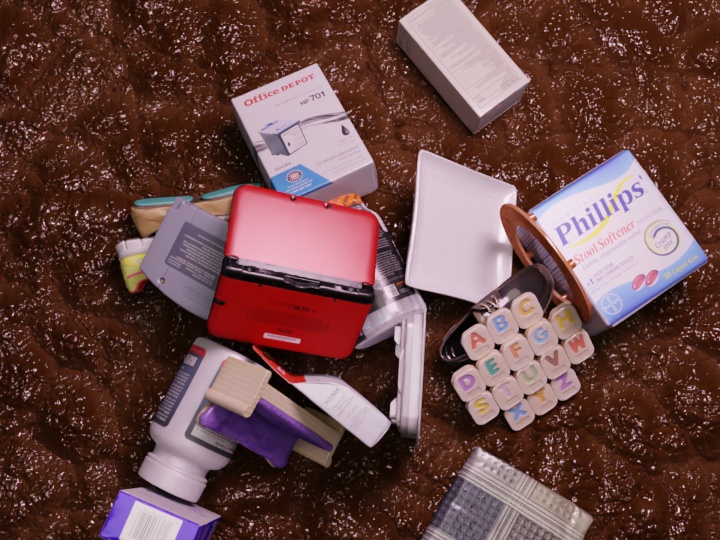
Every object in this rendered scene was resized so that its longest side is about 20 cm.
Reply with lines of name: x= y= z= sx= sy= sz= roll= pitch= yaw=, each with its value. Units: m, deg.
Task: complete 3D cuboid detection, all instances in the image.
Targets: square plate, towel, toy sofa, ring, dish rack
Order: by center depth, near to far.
toy sofa: x=-0.114 y=0.202 z=1.150 sx=0.083 sy=0.200 sz=0.098 roll=14 pitch=69 yaw=40
dish rack: x=0.064 y=0.145 z=1.173 sx=0.043 sy=0.200 sz=0.172 roll=4 pitch=77 yaw=4
ring: x=0.260 y=-0.013 z=1.213 sx=0.019 sy=0.200 sz=0.201 roll=-35 pitch=80 yaw=-4
towel: x=0.198 y=0.376 z=1.214 sx=0.200 sy=0.035 sz=0.193 roll=31 pitch=75 yaw=8
square plate: x=0.145 y=-0.053 z=1.266 sx=0.200 sy=0.028 sz=0.199 roll=16 pitch=74 yaw=-35

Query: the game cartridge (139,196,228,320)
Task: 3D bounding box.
game cartridge: x=-0.198 y=-0.001 z=1.194 sx=0.200 sy=0.042 sz=0.133 roll=28 pitch=95 yaw=14

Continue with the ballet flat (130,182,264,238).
ballet flat: x=-0.238 y=-0.087 z=1.296 sx=0.199 sy=0.069 sz=0.063 roll=-8 pitch=105 yaw=-1

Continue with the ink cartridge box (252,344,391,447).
ink cartridge box: x=-0.055 y=0.150 z=1.172 sx=0.200 sy=0.160 sz=0.047 roll=41 pitch=85 yaw=-2

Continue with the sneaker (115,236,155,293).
sneaker: x=-0.252 y=-0.006 z=1.268 sx=0.199 sy=0.078 sz=0.091 roll=-4 pitch=85 yaw=3

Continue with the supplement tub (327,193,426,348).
supplement tub: x=0.000 y=0.000 z=1.243 sx=0.122 sy=0.123 sz=0.200 roll=-25 pitch=80 yaw=-7

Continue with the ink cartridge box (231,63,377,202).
ink cartridge box: x=-0.084 y=-0.184 z=1.280 sx=0.146 sy=0.086 sz=0.200 roll=-25 pitch=67 yaw=-7

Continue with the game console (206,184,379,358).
game console: x=-0.088 y=0.005 z=1.148 sx=0.199 sy=0.173 sz=0.119 roll=12 pitch=35 yaw=-14

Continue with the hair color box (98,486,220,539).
hair color box: x=-0.252 y=0.328 z=1.119 sx=0.109 sy=0.200 sz=0.065 roll=23 pitch=79 yaw=3

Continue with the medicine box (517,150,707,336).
medicine box: x=0.362 y=-0.038 z=1.273 sx=0.182 sy=0.103 sz=0.200 roll=-32 pitch=81 yaw=-8

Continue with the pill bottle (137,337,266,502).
pill bottle: x=-0.217 y=0.204 z=1.191 sx=0.119 sy=0.120 sz=0.200 roll=26 pitch=78 yaw=4

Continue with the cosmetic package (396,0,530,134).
cosmetic package: x=0.156 y=-0.325 z=1.347 sx=0.103 sy=0.073 sz=0.200 roll=-35 pitch=81 yaw=-9

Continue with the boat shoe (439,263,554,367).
boat shoe: x=0.188 y=0.071 z=1.214 sx=0.075 sy=0.073 sz=0.200 roll=49 pitch=113 yaw=17

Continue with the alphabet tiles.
alphabet tiles: x=0.227 y=0.131 z=1.209 sx=0.200 sy=0.015 sz=0.196 roll=-32 pitch=118 yaw=-1
